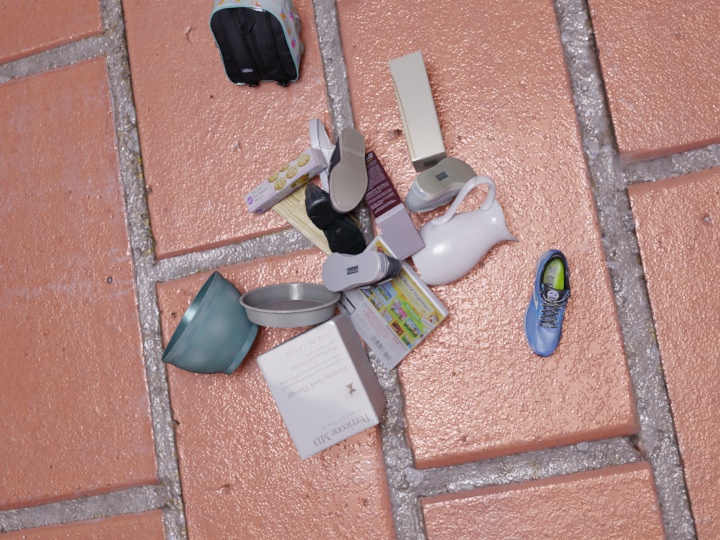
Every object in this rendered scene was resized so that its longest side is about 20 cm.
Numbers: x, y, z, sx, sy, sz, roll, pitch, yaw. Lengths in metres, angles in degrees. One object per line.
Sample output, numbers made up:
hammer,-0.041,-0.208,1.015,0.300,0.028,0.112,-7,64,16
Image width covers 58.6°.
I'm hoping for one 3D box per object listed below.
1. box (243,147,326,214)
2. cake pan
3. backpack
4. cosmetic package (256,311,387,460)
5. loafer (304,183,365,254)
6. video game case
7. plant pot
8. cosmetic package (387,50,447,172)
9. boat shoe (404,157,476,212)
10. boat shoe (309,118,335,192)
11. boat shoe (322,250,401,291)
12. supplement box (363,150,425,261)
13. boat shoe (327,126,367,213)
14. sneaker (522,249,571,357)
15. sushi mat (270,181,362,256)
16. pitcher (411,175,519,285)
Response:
box,-0.153,-0.178,1.291,0.198,0.038,0.042,-29,76,31
cake pan,-0.134,0.066,1.237,0.195,0.200,0.038,2,104,10
backpack,-0.207,-0.487,1.282,0.171,0.201,0.157,4,70,12
cosmetic package,-0.066,0.210,1.213,0.164,0.166,0.204,-26,89,7
loafer,-0.047,-0.092,1.243,0.072,0.201,0.073,-27,47,5
video game case,0.049,0.064,1.246,0.201,0.023,0.182,49,122,11
plant pot,-0.285,0.122,1.271,0.133,0.200,0.203,33,92,-16
cosmetic package,0.115,-0.308,1.259,0.071,0.103,0.205,-15,82,9
boat shoe,0.149,-0.160,1.221,0.070,0.199,0.072,51,133,12
boat shoe,-0.044,-0.218,1.293,0.084,0.075,0.207,-16,78,7
boat shoe,0.000,0.000,1.196,0.198,0.066,0.074,-13,74,53
supplement box,0.047,-0.125,1.204,0.060,0.110,0.202,-29,42,5
boat shoe,-0.029,-0.176,1.191,0.071,0.063,0.204,18,52,-18
sneaker,0.348,0.059,1.196,0.076,0.089,0.206,6,87,12
sushi mat,-0.095,-0.116,1.328,0.199,0.012,0.096,39,92,10
pitcher,0.181,-0.074,1.203,0.197,0.122,0.173,-28,126,5
